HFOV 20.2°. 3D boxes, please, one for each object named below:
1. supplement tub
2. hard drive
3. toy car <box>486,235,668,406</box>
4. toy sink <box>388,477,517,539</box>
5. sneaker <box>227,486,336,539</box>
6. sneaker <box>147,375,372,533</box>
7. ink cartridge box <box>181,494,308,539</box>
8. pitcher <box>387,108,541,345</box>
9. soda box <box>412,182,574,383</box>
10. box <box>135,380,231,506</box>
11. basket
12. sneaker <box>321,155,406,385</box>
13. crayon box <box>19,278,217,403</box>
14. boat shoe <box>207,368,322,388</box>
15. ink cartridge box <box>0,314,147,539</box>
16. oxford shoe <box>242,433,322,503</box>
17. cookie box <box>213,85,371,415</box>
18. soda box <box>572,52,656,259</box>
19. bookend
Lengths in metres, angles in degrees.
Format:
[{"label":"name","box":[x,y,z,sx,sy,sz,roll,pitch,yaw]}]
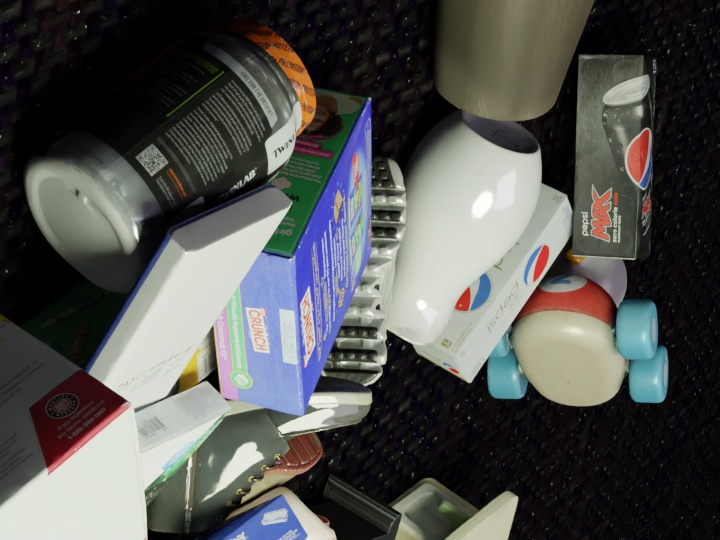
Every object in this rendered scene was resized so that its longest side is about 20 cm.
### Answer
[{"label":"supplement tub","box":[-0.130,-0.086,1.426,0.200,0.122,0.123,-42,146,-31]},{"label":"hard drive","box":[-0.135,0.033,1.418,0.132,0.025,0.200,-29,158,-55]},{"label":"toy car","box":[0.224,0.021,2.096,0.177,0.183,0.201,64,30,-55]},{"label":"toy sink","box":[0.066,0.301,2.091,0.130,0.112,0.201,-33,145,-41]},{"label":"sneaker","box":[-0.050,0.279,1.778,0.104,0.075,0.201,-36,113,-21]},{"label":"sneaker","box":[-0.085,0.148,1.643,0.075,0.199,0.107,-128,-149,-79]},{"label":"ink cartridge box","box":[-0.136,0.247,1.665,0.094,0.044,0.200,-34,-177,-41]},{"label":"pitcher","box":[0.090,-0.051,1.841,0.201,0.121,0.172,-64,174,26]},{"label":"soda box","box":[0.129,0.005,1.980,0.200,0.068,0.064,-54,151,-14]},{"label":"box","box":[-0.197,0.175,1.540,0.200,0.036,0.144,-48,169,24]},{"label":"basket","box":[0.133,-0.240,1.713,0.179,0.136,0.201,-15,134,-29]},{"label":"sneaker","box":[0.000,0.000,1.756,0.081,0.075,0.201,-4,102,-83]},{"label":"crayon box","box":[-0.185,0.062,1.532,0.200,0.058,0.119,-39,144,-35]},{"label":"boat shoe","box":[-0.062,0.100,1.750,0.200,0.070,0.071,-11,125,-55]},{"label":"ink cartridge box","box":[-0.262,0.125,1.318,0.145,0.199,0.145,-40,147,-32]},{"label":"oxford shoe","box":[-0.106,0.170,1.768,0.075,0.071,0.200,-43,163,28]},{"label":"cookie box","box":[-0.052,-0.019,1.591,0.201,0.075,0.172,-67,162,-45]},{"label":"soda box","box":[0.251,-0.113,1.994,0.063,0.070,0.202,-13,105,-68]},{"label":"bookend","box":[-0.076,0.316,1.894,0.199,0.092,0.200,-12,123,-53]}]
